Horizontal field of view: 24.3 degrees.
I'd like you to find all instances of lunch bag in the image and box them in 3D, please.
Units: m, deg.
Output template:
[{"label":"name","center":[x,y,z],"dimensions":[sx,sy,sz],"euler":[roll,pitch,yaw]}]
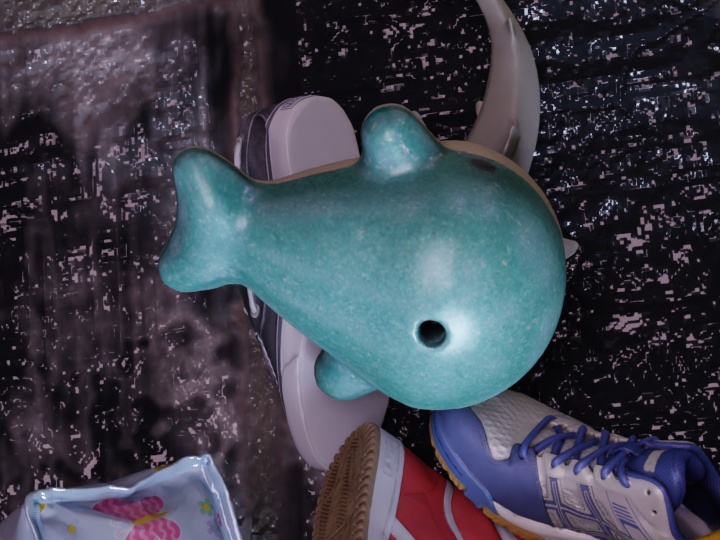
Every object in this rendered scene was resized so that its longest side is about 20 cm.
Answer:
[{"label":"lunch bag","center":[-0.122,0.213,0.828],"dimensions":[0.127,0.170,0.201],"euler":[-11,76,-31]}]

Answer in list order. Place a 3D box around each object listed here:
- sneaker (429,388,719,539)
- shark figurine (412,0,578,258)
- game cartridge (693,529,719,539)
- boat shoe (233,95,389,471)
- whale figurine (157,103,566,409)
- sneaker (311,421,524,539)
[{"label":"sneaker","center":[0.129,0.103,0.825],"dimensions":[0.199,0.088,0.075],"euler":[31,47,11]},{"label":"shark figurine","center":[0.066,-0.083,0.872],"dimensions":[0.127,0.090,0.216],"euler":[10,82,-1]},{"label":"game cartridge","center":[0.193,0.191,0.782],"dimensions":[0.199,0.032,0.177],"euler":[-25,115,8]},{"label":"boat shoe","center":[-0.034,0.008,0.907],"dimensions":[0.068,0.072,0.201],"euler":[-6,93,46]},{"label":"whale figurine","center":[0.000,0.000,0.804],"dimensions":[0.199,0.104,0.160],"euler":[13,116,-3]},{"label":"sneaker","center":[0.027,0.174,0.808],"dimensions":[0.112,0.201,0.071],"euler":[32,131,-17]}]
